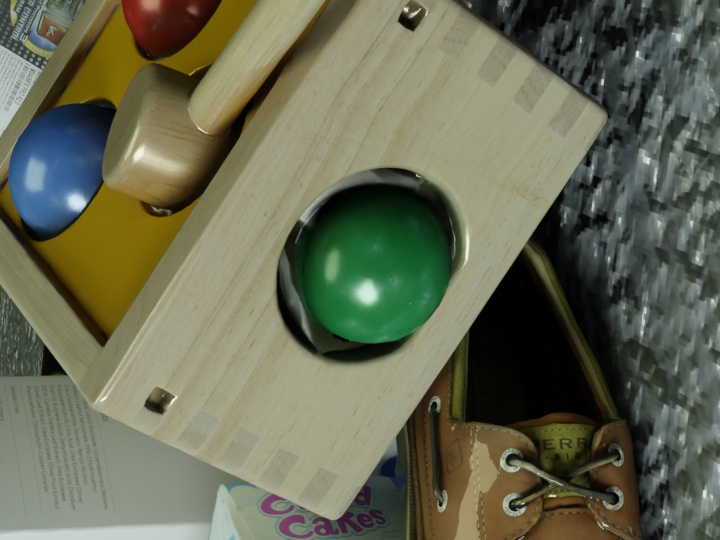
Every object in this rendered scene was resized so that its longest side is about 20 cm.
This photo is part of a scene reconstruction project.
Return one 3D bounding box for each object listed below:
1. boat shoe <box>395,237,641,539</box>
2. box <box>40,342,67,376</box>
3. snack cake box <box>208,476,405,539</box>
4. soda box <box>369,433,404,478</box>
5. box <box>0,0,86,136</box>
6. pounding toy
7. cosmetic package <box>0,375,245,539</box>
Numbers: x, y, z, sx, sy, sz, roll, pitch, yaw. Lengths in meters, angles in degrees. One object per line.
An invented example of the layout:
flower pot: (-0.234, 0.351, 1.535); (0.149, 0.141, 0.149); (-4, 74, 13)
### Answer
boat shoe: (0.049, 0.070, 0.595); (0.068, 0.072, 0.200); (109, 153, -42)
box: (-0.136, 0.053, 0.970); (0.110, 0.035, 0.200); (93, 175, -47)
snack cake box: (-0.006, 0.169, 0.677); (0.067, 0.115, 0.201); (-118, 36, -52)
soda box: (0.000, 0.000, 0.739); (0.064, 0.068, 0.200); (115, 149, -46)
box: (-0.090, -0.143, 0.834); (0.200, 0.044, 0.160); (-60, -6, 15)
pounding toy: (-0.030, -0.045, 0.605); (0.184, 0.142, 0.200); (-56, 35, 5)
cosmetic package: (-0.080, 0.102, 0.763); (0.085, 0.199, 0.108); (-108, 26, -44)
